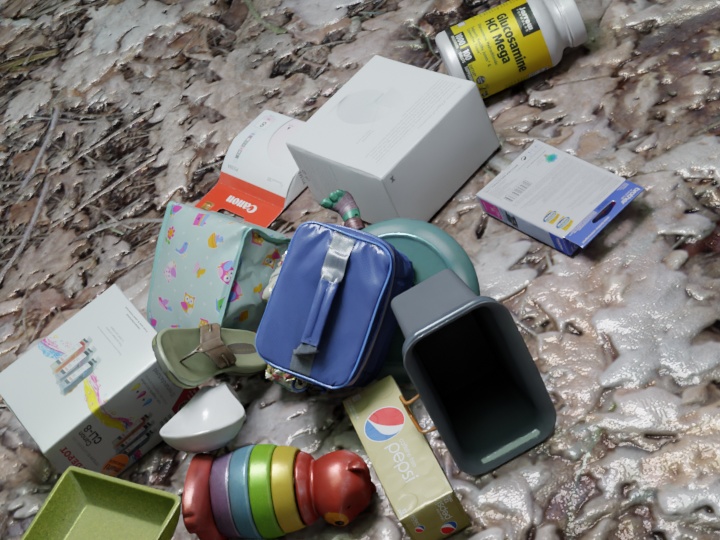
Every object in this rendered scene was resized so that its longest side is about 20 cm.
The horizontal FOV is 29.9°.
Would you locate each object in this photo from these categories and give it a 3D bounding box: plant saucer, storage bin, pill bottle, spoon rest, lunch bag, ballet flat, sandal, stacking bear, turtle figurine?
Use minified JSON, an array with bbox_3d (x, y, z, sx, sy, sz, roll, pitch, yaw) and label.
[{"bbox_3d":[0.044,0.035,1.621,0.199,0.027,0.201,-1,85,16],"label":"plant saucer"},{"bbox_3d":[0.106,0.106,1.491,0.145,0.200,0.134,-29,29,-1],"label":"storage bin"},{"bbox_3d":[0.216,-0.326,1.926,0.199,0.113,0.113,-24,40,5],"label":"pill bottle"},{"bbox_3d":[-0.300,0.327,1.485,0.199,0.048,0.200,6,55,40],"label":"plant saucer"},{"bbox_3d":[-0.176,0.170,1.586,0.099,0.061,0.200,-12,3,5],"label":"spoon rest"},{"bbox_3d":[-0.193,0.028,1.781,0.170,0.122,0.201,17,93,39],"label":"lunch bag"},{"bbox_3d":[-0.091,0.053,1.687,0.076,0.064,0.201,-33,54,50],"label":"ballet flat"},{"bbox_3d":[-0.176,0.091,1.632,0.057,0.201,0.080,-41,70,31],"label":"sandal"},{"bbox_3d":[-0.085,0.249,1.510,0.199,0.122,0.114,-7,51,10],"label":"stacking bear"},{"bbox_3d":[0.000,0.000,1.721,0.150,0.101,0.200,-42,57,12],"label":"turtle figurine"},{"bbox_3d":[-0.035,0.047,1.561,0.135,0.132,0.201,19,90,17],"label":"lunch bag"}]

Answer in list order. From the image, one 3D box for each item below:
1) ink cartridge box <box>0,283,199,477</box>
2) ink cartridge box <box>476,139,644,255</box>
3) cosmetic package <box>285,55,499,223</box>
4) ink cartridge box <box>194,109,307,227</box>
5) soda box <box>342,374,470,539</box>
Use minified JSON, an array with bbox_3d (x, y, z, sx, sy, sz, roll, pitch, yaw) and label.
[{"bbox_3d":[-0.326,0.154,1.691,0.200,0.145,0.145,-39,55,-11],"label":"ink cartridge box"},{"bbox_3d":[0.255,-0.090,1.715,0.119,0.042,0.200,-42,39,-15],"label":"ink cartridge box"},{"bbox_3d":[0.046,-0.173,1.856,0.199,0.123,0.200,-46,42,-20],"label":"cosmetic package"},{"bbox_3d":[-0.148,-0.146,1.997,0.162,0.057,0.200,23,57,43],"label":"ink cartridge box"},{"bbox_3d":[0.049,0.212,1.500,0.068,0.064,0.200,-28,39,0],"label":"soda box"}]
